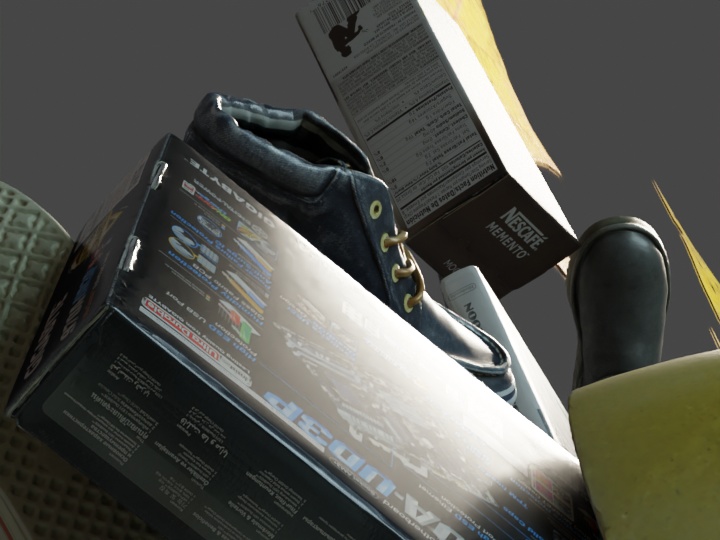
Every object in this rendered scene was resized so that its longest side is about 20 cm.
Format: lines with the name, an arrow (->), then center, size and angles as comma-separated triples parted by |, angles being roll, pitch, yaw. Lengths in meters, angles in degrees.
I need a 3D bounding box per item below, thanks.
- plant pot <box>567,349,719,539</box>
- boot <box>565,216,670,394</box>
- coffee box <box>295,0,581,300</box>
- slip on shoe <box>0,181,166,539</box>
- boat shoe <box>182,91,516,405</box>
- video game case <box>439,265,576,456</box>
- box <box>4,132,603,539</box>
plant pot -> 0.171, 0.098, 0.824 | 0.201, 0.141, 0.200 | 59, 12, -21
boot -> 0.174, 0.089, 1.623 | 0.200, 0.072, 0.183 | -96, -179, -59
coffee box -> 0.048, -0.088, 1.673 | 0.113, 0.080, 0.201 | 41, 19, -54
slip on shoe -> -0.100, 0.050, 0.810 | 0.200, 0.074, 0.061 | 56, -25, 30
boat shoe -> 0.000, 0.000, 1.075 | 0.200, 0.091, 0.071 | 21, 22, -32
video game case -> 0.102, 0.114, 1.233 | 0.182, 0.023, 0.200 | 67, 6, 30
box -> -0.002, 0.057, 0.780 | 0.200, 0.046, 0.159 | 39, 17, -11
